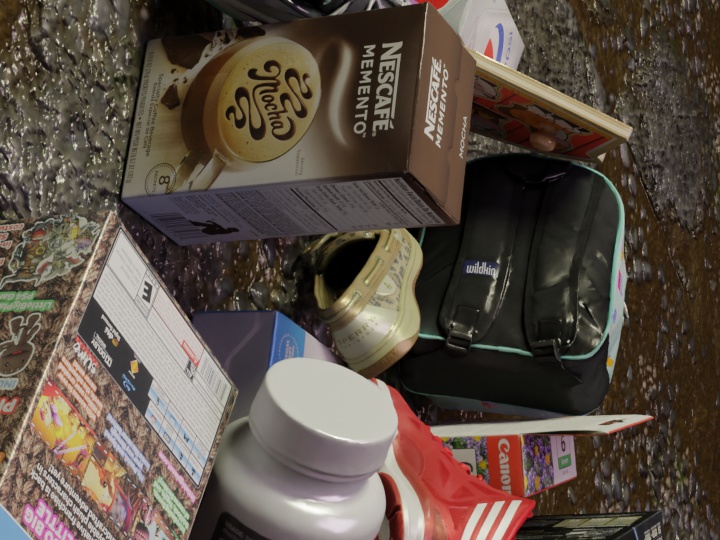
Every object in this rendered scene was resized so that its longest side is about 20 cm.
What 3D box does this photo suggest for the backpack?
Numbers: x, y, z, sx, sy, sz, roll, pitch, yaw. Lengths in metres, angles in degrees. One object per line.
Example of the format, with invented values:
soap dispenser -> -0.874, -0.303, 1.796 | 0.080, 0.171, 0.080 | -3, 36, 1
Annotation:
backpack -> 0.123, 0.013, 1.560 | 0.154, 0.174, 0.202 | 76, 22, -56

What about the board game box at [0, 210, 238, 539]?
board game box -> -0.164, 0.097, 1.050 | 0.160, 0.096, 0.201 | 59, 37, -42

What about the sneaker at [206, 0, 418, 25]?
sneaker -> -0.012, -0.167, 1.239 | 0.140, 0.198, 0.078 | 173, -62, -76

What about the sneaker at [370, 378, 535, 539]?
sneaker -> 0.054, 0.154, 1.396 | 0.201, 0.114, 0.079 | -101, -149, -57

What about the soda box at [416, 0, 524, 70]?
soda box -> 0.074, -0.184, 1.536 | 0.200, 0.068, 0.064 | 46, 62, -72

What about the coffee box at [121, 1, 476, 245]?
coffee box -> -0.037, -0.087, 1.216 | 0.080, 0.198, 0.114 | 40, 51, -55

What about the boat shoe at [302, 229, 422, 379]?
boat shoe -> 0.000, 0.000, 1.378 | 0.063, 0.073, 0.200 | 47, 12, -21

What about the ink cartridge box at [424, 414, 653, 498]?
ink cartridge box -> 0.109, 0.139, 1.478 | 0.109, 0.198, 0.051 | -5, 91, -63

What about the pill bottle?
pill bottle -> -0.050, 0.155, 1.161 | 0.111, 0.110, 0.201 | -34, 150, -60

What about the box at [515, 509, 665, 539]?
box -> 0.109, 0.237, 1.464 | 0.163, 0.198, 0.087 | -12, 95, -64

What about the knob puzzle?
knob puzzle -> 0.097, -0.120, 1.532 | 0.219, 0.218, 0.031 | 36, 76, -57

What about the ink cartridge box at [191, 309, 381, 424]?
ink cartridge box -> -0.044, 0.113, 1.322 | 0.200, 0.066, 0.117 | 39, 52, -56
